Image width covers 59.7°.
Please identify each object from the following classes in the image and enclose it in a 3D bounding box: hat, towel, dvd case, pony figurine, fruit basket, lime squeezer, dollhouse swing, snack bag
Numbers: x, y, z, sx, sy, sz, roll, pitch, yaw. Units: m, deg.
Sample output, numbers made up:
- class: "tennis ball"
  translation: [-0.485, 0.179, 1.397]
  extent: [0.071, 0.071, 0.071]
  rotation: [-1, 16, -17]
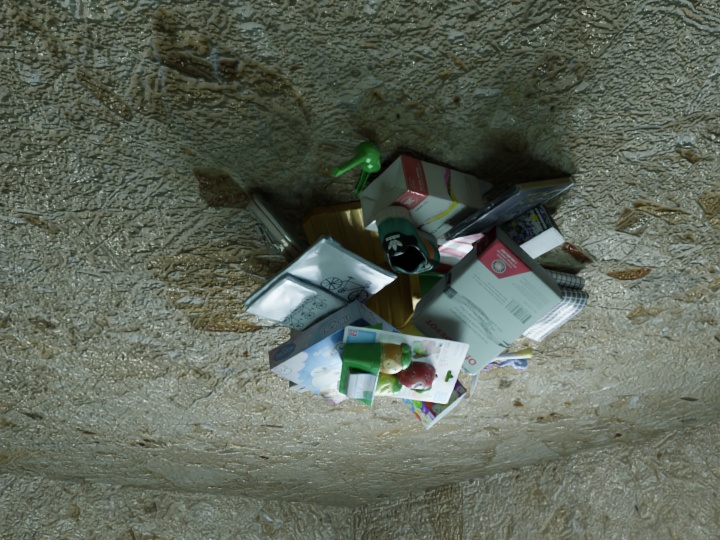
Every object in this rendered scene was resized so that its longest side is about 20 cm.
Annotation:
- class: "hat"
  translation: [0.139, 0.111, 1.241]
  extent: [0.165, 0.177, 0.199]
  rotation: [-14, 153, 40]
- class: "towel"
  translation: [0.194, -0.022, 1.205]
  extent: [0.143, 0.023, 0.200]
  rotation: [17, 144, -31]
- class: "dvd case"
  translation: [0.239, -0.098, 0.993]
  extent: [0.199, 0.016, 0.148]
  rotation: [-15, 164, -48]
- class: "pony figurine"
  translation: [0.297, 0.190, 1.478]
  extent: [0.198, 0.167, 0.195]
  rotation: [-1, 112, -2]
- class: "fruit basket"
  translation: [0.063, 0.167, 1.036]
  extent: [0.198, 0.094, 0.186]
  rotation: [12, 138, 2]
- class: "lime squeezer"
  translation: [0.005, -0.148, 0.908]
  extent: [0.038, 0.071, 0.200]
  rotation: [25, -177, 7]
- class: "towel"
  translation: [0.361, 0.075, 1.337]
  extent: [0.164, 0.086, 0.200]
  rotation: [7, 149, -18]
- class: "dollhouse swing"
  translation: [0.000, 0.000, 1.085]
  extent: [0.198, 0.183, 0.176]
  rotation: [-7, 162, 4]
- class: "snack bag"
  translation: [-0.059, 0.035, 1.020]
  extent: [0.200, 0.022, 0.188]
  rotation: [-38, 137, 26]

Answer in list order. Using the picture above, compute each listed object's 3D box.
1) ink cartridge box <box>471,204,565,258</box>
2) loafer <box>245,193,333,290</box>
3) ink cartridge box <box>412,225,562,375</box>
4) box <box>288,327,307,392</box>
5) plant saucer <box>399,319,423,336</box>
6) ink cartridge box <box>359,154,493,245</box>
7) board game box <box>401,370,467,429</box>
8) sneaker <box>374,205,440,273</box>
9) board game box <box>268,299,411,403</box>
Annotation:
- class: "ink cartridge box"
  translation: [0.248, -0.034, 1.097]
  extent: [0.199, 0.051, 0.109]
  rotation: [-30, 157, 21]
- class: "loafer"
  translation: [-0.121, -0.034, 1.013]
  extent: [0.063, 0.072, 0.200]
  rotation: [-40, 111, 7]
- class: "ink cartridge box"
  translation: [0.203, 0.051, 1.030]
  extent: [0.145, 0.083, 0.200]
  rotation: [41, 112, -7]
- class: "box"
  translation: [-0.116, 0.144, 1.265]
  extent: [0.041, 0.201, 0.039]
  rotation: [-24, 143, 30]
- class: "plant saucer"
  translation: [0.115, 0.125, 1.362]
  extent: [0.198, 0.049, 0.200]
  rotation: [-1, 180, -9]
- class: "ink cartridge box"
  translation: [0.113, -0.103, 0.992]
  extent: [0.199, 0.068, 0.116]
  rotation: [8, 149, -34]
- class: "board game box"
  translation: [0.137, 0.251, 1.471]
  extent: [0.105, 0.200, 0.103]
  rotation: [-33, 159, -22]
- class: "sneaker"
  translation: [0.077, -0.023, 0.972]
  extent: [0.071, 0.081, 0.200]
  rotation: [-17, 154, 20]
- class: "board game box"
  translation: [-0.026, 0.154, 1.125]
  extent: [0.199, 0.044, 0.199]
  rotation: [-31, 137, 21]
